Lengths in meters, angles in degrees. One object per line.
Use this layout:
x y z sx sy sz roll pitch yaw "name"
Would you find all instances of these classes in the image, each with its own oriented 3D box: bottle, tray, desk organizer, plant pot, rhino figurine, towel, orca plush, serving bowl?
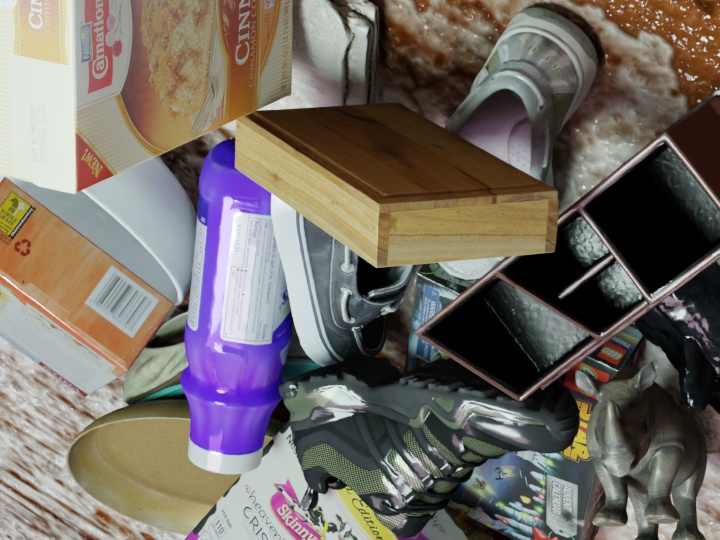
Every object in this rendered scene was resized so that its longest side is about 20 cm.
-0.073 0.024 1.457 0.065 0.084 0.201 8 109 3 "bottle"
0.014 -0.049 1.254 0.200 0.098 0.037 -146 54 -62 "tray"
0.127 -0.003 1.262 0.200 0.077 0.072 -40 85 35 "desk organizer"
-0.102 0.136 1.646 0.199 0.028 0.200 7 151 4 "plant pot"
0.156 0.100 1.348 0.060 0.088 0.200 -2 162 17 "rhino figurine"
-0.078 -0.136 1.395 0.199 0.034 0.133 23 139 21 "towel"
0.190 0.059 1.335 0.105 0.071 0.200 2 129 39 "orca plush"
-0.176 -0.063 1.505 0.200 0.066 0.200 32 165 10 "serving bowl"

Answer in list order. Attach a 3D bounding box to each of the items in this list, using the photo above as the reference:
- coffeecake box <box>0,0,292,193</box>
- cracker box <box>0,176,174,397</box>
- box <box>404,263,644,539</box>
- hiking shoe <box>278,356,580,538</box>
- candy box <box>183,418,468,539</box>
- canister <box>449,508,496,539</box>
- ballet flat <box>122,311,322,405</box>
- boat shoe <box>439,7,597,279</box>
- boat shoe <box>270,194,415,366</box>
-0.117 -0.145 1.245 0.073 0.200 0.154 14 115 28 "coffeecake box"
-0.205 0.015 1.569 0.134 0.058 0.200 37 164 -7 "cracker box"
0.092 0.085 1.472 0.137 0.040 0.200 25 141 17 "box"
0.045 0.105 1.410 0.199 0.076 0.101 1 104 37 "hiking shoe"
-0.031 0.186 1.538 0.200 0.061 0.137 -50 64 36 "candy box"
0.101 0.260 1.576 0.199 0.087 0.149 25 108 15 "canister"
-0.096 0.050 1.579 0.067 0.063 0.200 12 160 -40 "ballet flat"
0.072 -0.058 1.320 0.074 0.065 0.202 34 143 7 "boat shoe"
0.000 0.000 1.427 0.068 0.072 0.200 14 147 20 "boat shoe"
